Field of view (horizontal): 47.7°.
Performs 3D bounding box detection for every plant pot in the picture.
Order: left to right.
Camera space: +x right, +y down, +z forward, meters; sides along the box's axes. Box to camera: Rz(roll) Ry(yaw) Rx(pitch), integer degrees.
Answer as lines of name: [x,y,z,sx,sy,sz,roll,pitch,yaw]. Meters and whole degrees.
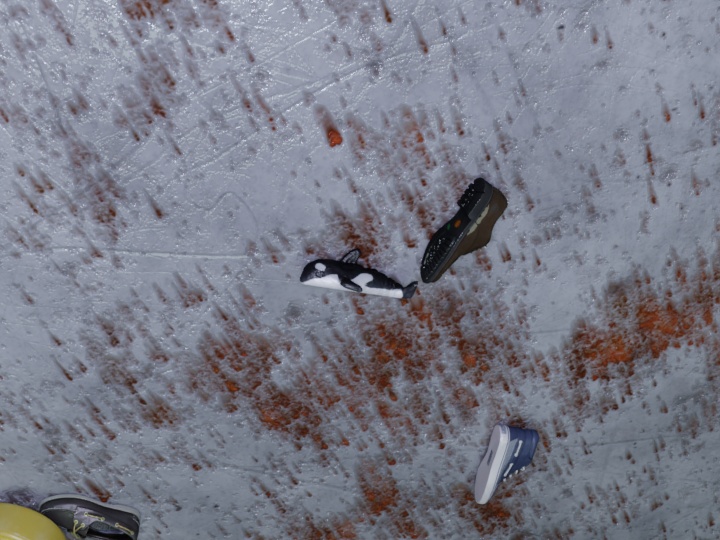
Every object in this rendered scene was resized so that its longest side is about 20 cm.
plant pot: [-0.675,0.573,1.515,0.196,0.191,0.204,3,130,4]

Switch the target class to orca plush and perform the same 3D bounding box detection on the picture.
orca plush: [0.000,0.000,1.348,0.195,0.105,0.073,9,89,-4]

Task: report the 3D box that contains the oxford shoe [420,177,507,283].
oxford shoe: [0.173,-0.049,1.346,0.083,0.073,0.201,25,117,-28]

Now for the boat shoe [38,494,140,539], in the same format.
boat shoe: [-0.530,0.490,1.590,0.197,0.061,0.073,16,121,-21]

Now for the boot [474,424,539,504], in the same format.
boot: [0.303,0.410,1.689,0.088,0.073,0.203,8,122,-9]
